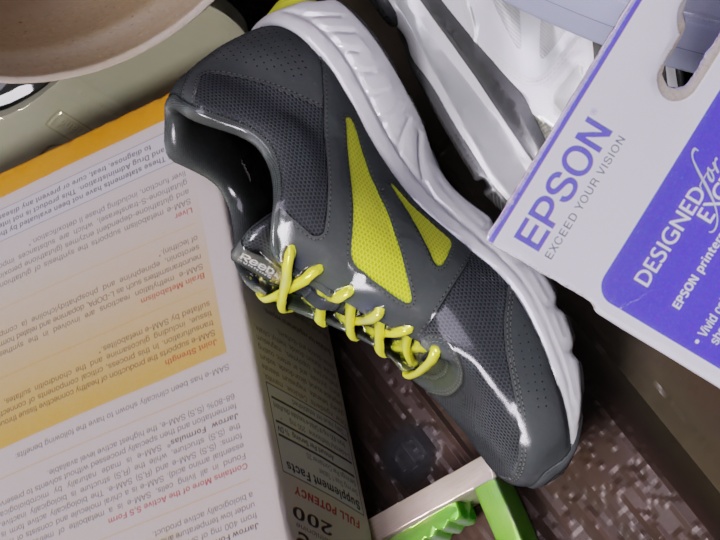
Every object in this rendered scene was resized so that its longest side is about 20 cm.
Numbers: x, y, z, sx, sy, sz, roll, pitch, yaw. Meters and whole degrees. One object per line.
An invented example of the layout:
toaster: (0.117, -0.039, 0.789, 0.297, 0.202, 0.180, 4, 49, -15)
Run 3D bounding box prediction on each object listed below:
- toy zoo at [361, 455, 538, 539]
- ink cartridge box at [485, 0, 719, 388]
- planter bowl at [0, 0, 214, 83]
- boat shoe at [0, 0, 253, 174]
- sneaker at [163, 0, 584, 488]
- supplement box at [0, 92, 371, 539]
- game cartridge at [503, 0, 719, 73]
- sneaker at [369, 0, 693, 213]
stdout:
toy zoo: (0.032, 0.183, 1.060, 0.131, 0.020, 0.200, -31, 66, 18)
ink cartridge box: (0.166, -0.048, 0.963, 0.198, 0.200, 0.043, -58, 17, 5)
planter bowl: (-0.136, -0.185, 1.083, 0.200, 0.200, 0.135, -56, 36, 5)
boat shoe: (-0.125, -0.065, 1.177, 0.201, 0.074, 0.063, -34, 39, 24)
sneaker: (0.000, 0.000, 1.059, 0.200, 0.085, 0.074, 55, 150, 12)
supplement box: (-0.077, 0.048, 1.105, 0.126, 0.074, 0.200, -23, 61, 21)
game cartridge: (0.103, -0.138, 1.037, 0.200, 0.041, 0.133, 24, 65, 15)
sneaker: (0.058, -0.122, 1.098, 0.115, 0.076, 0.201, -33, 73, 8)
